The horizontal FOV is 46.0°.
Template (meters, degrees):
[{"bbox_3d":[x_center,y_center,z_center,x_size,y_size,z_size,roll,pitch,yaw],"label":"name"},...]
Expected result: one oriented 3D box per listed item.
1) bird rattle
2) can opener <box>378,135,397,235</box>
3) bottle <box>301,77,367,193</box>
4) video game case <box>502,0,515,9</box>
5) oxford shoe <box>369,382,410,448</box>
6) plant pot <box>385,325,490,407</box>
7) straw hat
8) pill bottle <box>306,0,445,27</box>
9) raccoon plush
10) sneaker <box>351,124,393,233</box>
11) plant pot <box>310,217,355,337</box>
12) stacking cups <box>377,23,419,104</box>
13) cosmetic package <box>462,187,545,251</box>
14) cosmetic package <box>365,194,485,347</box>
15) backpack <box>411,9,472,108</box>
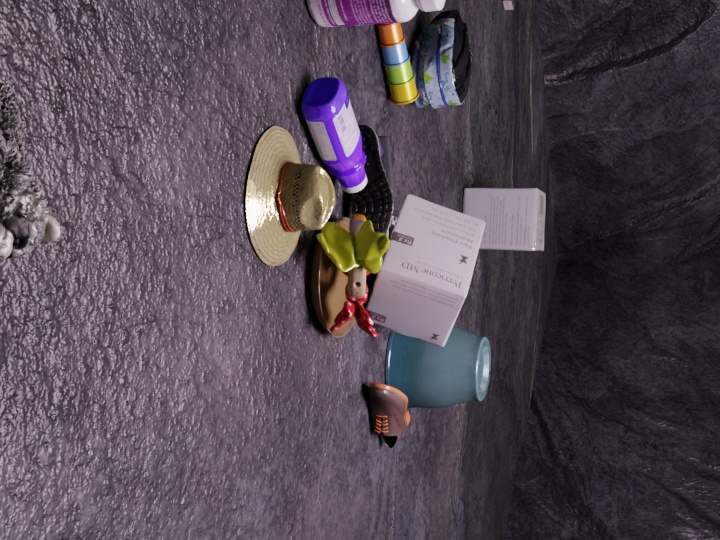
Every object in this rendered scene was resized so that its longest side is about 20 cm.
[{"bbox_3d":[0.000,0.000,1.364,0.163,0.112,0.201,-86,170,-55],"label":"bird rattle"},{"bbox_3d":[0.033,-0.149,1.553,0.053,0.066,0.201,98,-7,-74],"label":"can opener"},{"bbox_3d":[-0.035,-0.209,1.352,0.200,0.065,0.084,68,33,-49],"label":"bottle"},{"bbox_3d":[0.456,-0.938,2.599,0.181,0.036,0.201,51,46,-61],"label":"video game case"},{"bbox_3d":[0.054,0.283,1.653,0.200,0.071,0.073,66,39,-51],"label":"oxford shoe"},{"bbox_3d":[0.171,0.198,1.784,0.200,0.187,0.202,3,90,-69],"label":"plant pot"},{"bbox_3d":[-0.083,-0.105,1.209,0.201,0.085,0.203,3,90,-70],"label":"straw hat"},{"bbox_3d":[0.026,-0.433,1.293,0.112,0.199,0.113,3,90,-69],"label":"pill bottle"},{"bbox_3d":[-0.284,-0.105,0.680,0.134,0.096,0.201,66,32,-64],"label":"raccoon plush"},{"bbox_3d":[0.026,-0.153,1.492,0.088,0.075,0.201,-5,89,-76],"label":"sneaker"},{"bbox_3d":[-0.041,0.011,1.423,0.200,0.027,0.201,3,90,-69],"label":"plant pot"},{"bbox_3d":[0.069,-0.418,1.606,0.061,0.060,0.201,-64,150,-46],"label":"stacking cups"},{"bbox_3d":[0.392,-0.137,2.307,0.167,0.199,0.168,-2,94,-69],"label":"cosmetic package"},{"bbox_3d":[0.120,0.000,1.589,0.165,0.164,0.201,106,3,-49],"label":"cosmetic package"},{"bbox_3d":[0.174,-0.430,1.801,0.164,0.153,0.201,74,6,-46],"label":"backpack"}]
